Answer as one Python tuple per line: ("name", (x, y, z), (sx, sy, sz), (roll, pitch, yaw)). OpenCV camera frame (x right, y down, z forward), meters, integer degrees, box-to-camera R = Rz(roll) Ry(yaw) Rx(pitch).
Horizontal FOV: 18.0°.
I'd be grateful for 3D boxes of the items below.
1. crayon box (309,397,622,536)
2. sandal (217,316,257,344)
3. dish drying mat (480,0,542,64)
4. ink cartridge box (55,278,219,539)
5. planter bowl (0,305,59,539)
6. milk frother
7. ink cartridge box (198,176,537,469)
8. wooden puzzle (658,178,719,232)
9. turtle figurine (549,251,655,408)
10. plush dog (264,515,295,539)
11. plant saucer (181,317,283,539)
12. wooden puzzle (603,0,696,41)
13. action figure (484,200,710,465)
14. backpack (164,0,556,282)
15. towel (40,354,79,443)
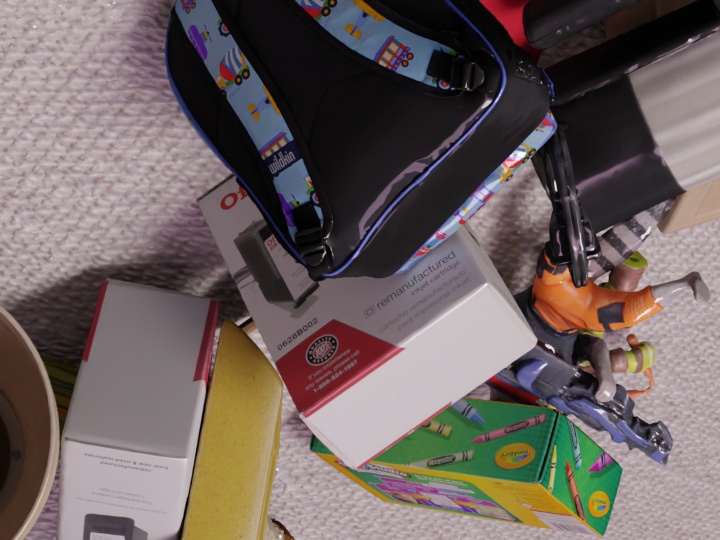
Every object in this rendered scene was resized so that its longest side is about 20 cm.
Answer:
("crayon box", (0.077, 0.138, 1.674), (0.119, 0.199, 0.059), (41, 61, -51))
("sandal", (0.007, 0.019, 1.559), (0.211, 0.070, 0.078), (-34, -176, 1))
("dish drying mat", (0.094, -0.168, 1.469), (0.076, 0.018, 0.201), (-10, 138, -26))
("ink cartridge box", (-0.150, 0.131, 1.502), (0.083, 0.146, 0.201), (9, 134, -2))
("planter bowl", (-0.277, 0.108, 1.417), (0.199, 0.201, 0.135), (-28, 170, -3))
("milk frother", (0.197, -0.088, 1.424), (0.187, 0.201, 0.181), (-24, 142, 16))
("ink cartridge box", (0.000, 0.000, 1.449), (0.146, 0.201, 0.083), (-35, 140, 7))
("wooden puzzle", (0.318, -0.102, 1.639), (0.184, 0.037, 0.200), (-16, 159, -18))
("turtle figurine", (0.150, 0.056, 1.720), (0.198, 0.065, 0.162), (1, 127, -18))
("plush dog", (-0.124, 0.251, 1.717), (0.199, 0.160, 0.173), (23, 96, -46))
("plant saucer", (-0.087, 0.160, 1.539), (0.048, 0.202, 0.200), (10, 158, 1))
("wooden puzzle", (0.259, -0.185, 1.544), (0.199, 0.037, 0.185), (-22, 147, -3))
("action figure", (0.165, 0.042, 1.626), (0.199, 0.105, 0.193), (36, 126, -14))
("backpack", (-0.008, -0.115, 1.331), (0.183, 0.200, 0.134), (-47, 159, 18))
("towel", (-0.258, 0.139, 1.571), (0.086, 0.018, 0.200), (21, 116, -46))
